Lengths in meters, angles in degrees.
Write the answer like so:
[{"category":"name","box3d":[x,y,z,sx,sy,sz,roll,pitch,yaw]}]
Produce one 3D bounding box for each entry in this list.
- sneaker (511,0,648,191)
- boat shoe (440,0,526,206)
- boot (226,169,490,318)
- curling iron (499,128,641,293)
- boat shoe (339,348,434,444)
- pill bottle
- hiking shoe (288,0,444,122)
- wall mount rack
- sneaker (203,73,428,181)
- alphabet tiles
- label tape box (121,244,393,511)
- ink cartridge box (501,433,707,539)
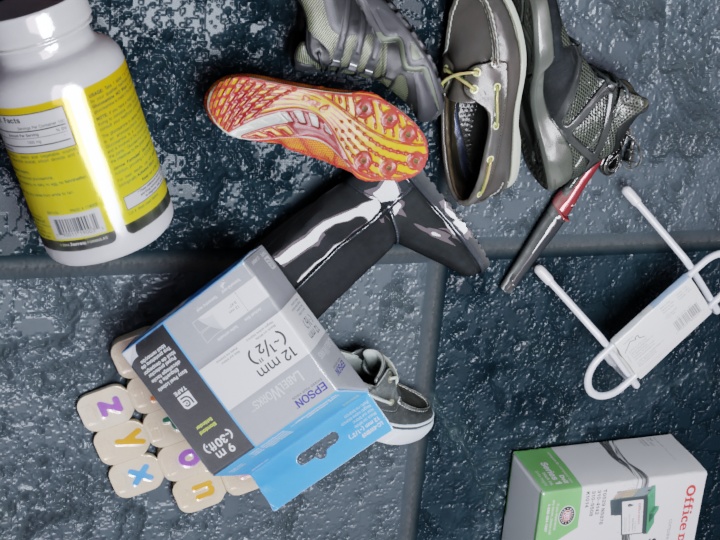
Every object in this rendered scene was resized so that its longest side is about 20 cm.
[{"category":"sneaker","box3d":[0.194,-0.180,1.136,0.113,0.076,0.201,-24,121,-10]},{"category":"boat shoe","box3d":[0.103,-0.155,1.105,0.060,0.071,0.204,-32,126,-41]},{"category":"boot","box3d":[-0.001,-0.001,1.144,0.200,0.066,0.165,-42,111,-2]},{"category":"curling iron","box3d":[0.203,-0.057,1.216,0.049,0.026,0.201,35,97,-25]},{"category":"boat shoe","box3d":[0.005,0.110,1.172,0.199,0.072,0.071,18,110,-42]},{"category":"pill bottle","box3d":[-0.227,-0.116,0.989,0.111,0.113,0.202,-20,117,-11]},{"category":"hiking shoe","box3d":[-0.010,-0.195,1.065,0.100,0.076,0.200,-37,110,8]},{"category":"wall mount rack","box3d":[0.272,0.024,1.245,0.200,0.075,0.174,-42,129,1]},{"category":"sneaker","box3d":[-0.035,-0.129,1.068,0.198,0.077,0.074,18,100,-12]},{"category":"alphabet tiles","box3d":[-0.155,0.134,1.171,0.193,0.015,0.202,-20,117,-3]},{"category":"label tape box","box3d":[-0.087,0.103,1.078,0.143,0.066,0.201,-35,93,17]},{"category":"ink cartridge box","box3d":[0.258,0.265,1.338,0.197,0.084,0.148,-4,113,-17]}]
